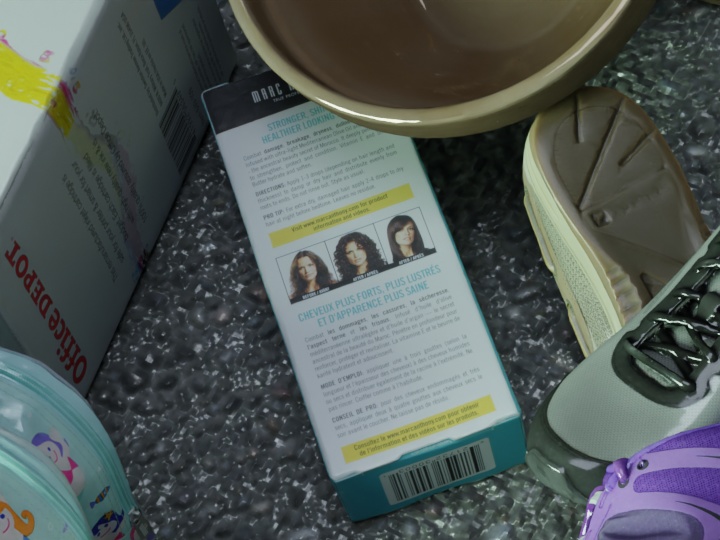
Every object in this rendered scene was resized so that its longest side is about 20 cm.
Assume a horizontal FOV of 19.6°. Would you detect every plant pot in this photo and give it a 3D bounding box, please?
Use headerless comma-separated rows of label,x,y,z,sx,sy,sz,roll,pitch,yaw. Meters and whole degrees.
plant pot,0.046,-0.145,0.878,0.200,0.093,0.201,-5,75,20

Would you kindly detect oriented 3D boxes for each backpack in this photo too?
backpack,-0.176,0.101,0.778,0.177,0.200,0.151,17,66,19

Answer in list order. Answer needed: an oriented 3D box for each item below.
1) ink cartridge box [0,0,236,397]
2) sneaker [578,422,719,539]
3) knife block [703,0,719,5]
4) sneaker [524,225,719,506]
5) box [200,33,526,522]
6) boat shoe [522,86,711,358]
ink cartridge box,-0.167,-0.065,0.897,0.146,0.147,0.200,14,65,16
sneaker,0.093,0.106,0.683,0.200,0.081,0.083,-34,55,-26
knife block,0.068,-0.189,0.970,0.175,0.064,0.200,-21,61,-1
sneaker,0.137,0.014,0.764,0.200,0.079,0.074,-35,46,-20
box,0.000,0.000,0.887,0.082,0.049,0.200,-19,60,-1
boat shoe,0.122,0.023,0.846,0.072,0.065,0.200,-24,78,-14
